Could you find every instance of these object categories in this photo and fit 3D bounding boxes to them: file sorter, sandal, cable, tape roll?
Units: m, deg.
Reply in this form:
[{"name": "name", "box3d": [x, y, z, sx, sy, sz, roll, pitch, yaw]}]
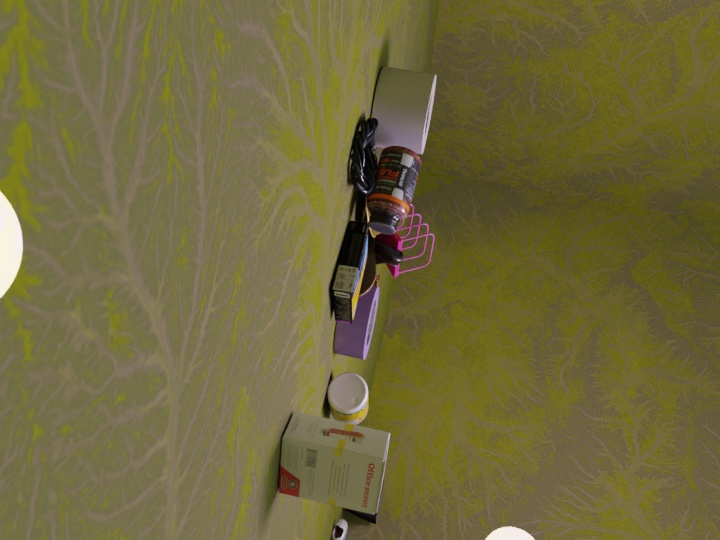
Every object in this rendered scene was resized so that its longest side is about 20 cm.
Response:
[{"name": "file sorter", "box3d": [0.118, -0.110, 1.785, 0.140, 0.124, 0.201, 95, -26, -44]}, {"name": "sandal", "box3d": [0.006, 0.001, 1.610, 0.070, 0.077, 0.213, 90, 6, -53]}, {"name": "cable", "box3d": [0.016, -0.261, 1.382, 0.200, 0.050, 0.165, -60, 159, -69]}, {"name": "tape roll", "box3d": [-0.009, 0.136, 1.658, 0.200, 0.084, 0.202, 12, 90, -84]}, {"name": "tape roll", "box3d": [0.110, -0.411, 1.565, 0.203, 0.138, 0.205, 11, 90, -84]}]

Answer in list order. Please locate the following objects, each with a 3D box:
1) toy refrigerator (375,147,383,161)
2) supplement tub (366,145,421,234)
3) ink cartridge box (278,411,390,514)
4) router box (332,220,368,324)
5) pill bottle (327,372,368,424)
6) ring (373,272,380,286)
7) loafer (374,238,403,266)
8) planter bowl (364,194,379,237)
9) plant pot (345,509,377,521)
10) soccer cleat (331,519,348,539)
[{"name": "toy refrigerator", "box3d": [0.087, -0.357, 1.734, 0.070, 0.075, 0.202, -29, 129, -81]}, {"name": "supplement tub", "box3d": [0.078, -0.194, 1.487, 0.107, 0.106, 0.202, 78, 27, -73]}, {"name": "ink cartridge box", "box3d": [-0.051, 0.374, 1.182, 0.084, 0.198, 0.147, -66, 165, -63]}, {"name": "router box", "box3d": [-0.022, 0.005, 1.465, 0.150, 0.050, 0.202, 90, 11, -57]}, {"name": "pill bottle", "box3d": [-0.033, 0.370, 1.708, 0.201, 0.112, 0.114, 88, 14, -61]}, {"name": "ring", "box3d": [0.030, 0.039, 1.824, 0.200, 0.019, 0.203, -179, -90, -79]}, {"name": "loafer", "box3d": [0.053, -0.042, 1.678, 0.072, 0.072, 0.200, -66, -153, 6]}, {"name": "planter bowl", "box3d": [0.068, -0.190, 1.611, 0.200, 0.082, 0.203, -3, 90, -79]}, {"name": "plant pot", "box3d": [0.015, 1.146, 3.069, 0.200, 0.175, 0.202, 88, 16, -64]}, {"name": "soccer cleat", "box3d": [-0.105, 1.188, 2.648, 0.086, 0.069, 0.202, 19, 79, -67]}]
